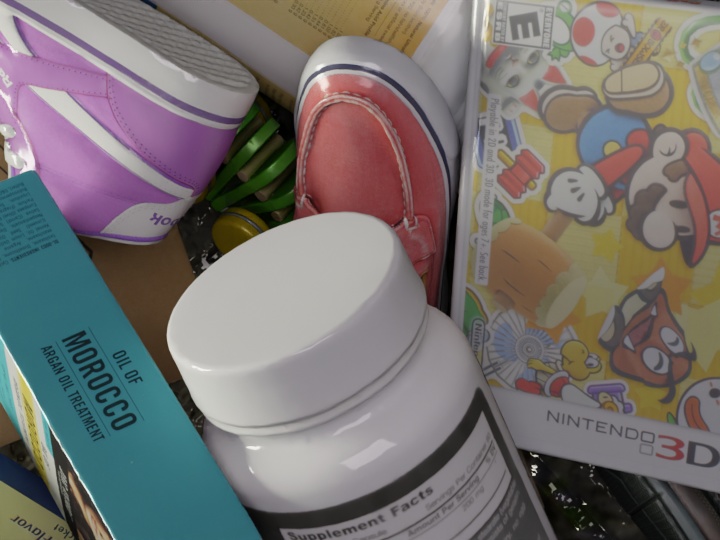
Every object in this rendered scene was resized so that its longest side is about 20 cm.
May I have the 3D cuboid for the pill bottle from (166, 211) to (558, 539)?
[{"bbox_3d":[0.006,0.083,0.704,0.114,0.114,0.200,-28,120,-4],"label":"pill bottle"}]

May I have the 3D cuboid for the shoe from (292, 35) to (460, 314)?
[{"bbox_3d":[0.000,0.000,0.763,0.071,0.200,0.091,10,50,14],"label":"shoe"}]

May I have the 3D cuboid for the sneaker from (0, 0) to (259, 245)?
[{"bbox_3d":[-0.154,-0.086,0.767,0.200,0.073,0.114,37,114,9],"label":"sneaker"}]

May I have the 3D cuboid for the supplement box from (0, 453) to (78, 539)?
[{"bbox_3d":[-0.198,0.205,0.706,0.134,0.200,0.200,31,122,0],"label":"supplement box"}]

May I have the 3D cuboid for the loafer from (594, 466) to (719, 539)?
[{"bbox_3d":[0.134,0.068,0.834,0.063,0.072,0.200,-38,86,-10],"label":"loafer"}]

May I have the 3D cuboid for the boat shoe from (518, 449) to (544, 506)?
[{"bbox_3d":[0.068,0.157,0.827,0.068,0.072,0.200,-22,77,0],"label":"boat shoe"}]

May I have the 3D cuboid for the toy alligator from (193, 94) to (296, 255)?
[{"bbox_3d":[-0.068,-0.069,0.821,0.200,0.054,0.059,48,54,-13],"label":"toy alligator"}]

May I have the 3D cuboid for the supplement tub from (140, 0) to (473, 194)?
[{"bbox_3d":[0.002,-0.136,0.805,0.200,0.145,0.145,34,85,0],"label":"supplement tub"}]

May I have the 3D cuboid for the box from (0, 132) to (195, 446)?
[{"bbox_3d":[-0.165,-0.025,0.805,0.163,0.021,0.200,-20,93,-33],"label":"box"}]

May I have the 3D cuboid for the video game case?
[{"bbox_3d":[0.126,-0.010,0.714,0.182,0.023,0.200,11,109,22],"label":"video game case"}]

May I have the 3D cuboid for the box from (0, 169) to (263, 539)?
[{"bbox_3d":[-0.107,0.060,0.703,0.049,0.082,0.200,-24,58,-19],"label":"box"}]
